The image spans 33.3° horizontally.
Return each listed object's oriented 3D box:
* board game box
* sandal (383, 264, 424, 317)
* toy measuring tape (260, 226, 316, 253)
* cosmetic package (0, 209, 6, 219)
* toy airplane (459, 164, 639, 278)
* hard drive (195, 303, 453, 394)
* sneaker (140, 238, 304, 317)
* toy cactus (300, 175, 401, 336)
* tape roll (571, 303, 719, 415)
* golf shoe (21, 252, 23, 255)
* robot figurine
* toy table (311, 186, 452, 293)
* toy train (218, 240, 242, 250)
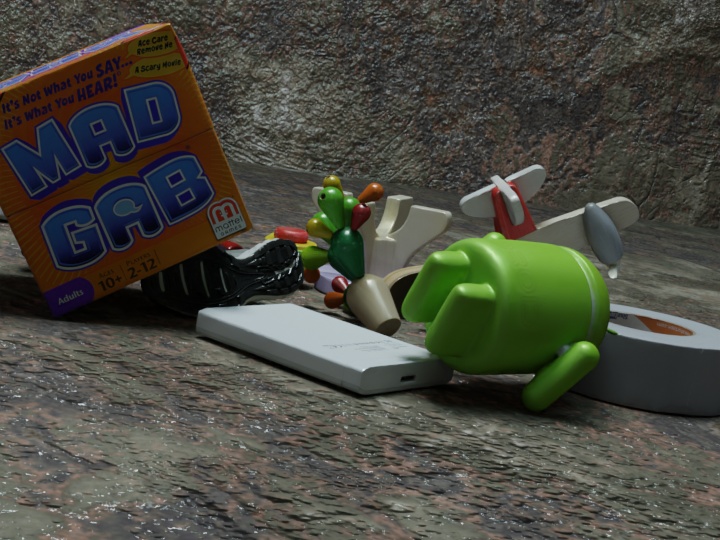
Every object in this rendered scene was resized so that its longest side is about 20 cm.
[{"bbox_3d":[-0.245,-0.104,1.149,0.199,0.201,0.200,-24,16,-11],"label":"board game box"},{"bbox_3d":[0.094,0.012,1.422,0.210,0.078,0.069,-3,20,-37],"label":"sandal"},{"bbox_3d":[-0.081,-0.022,1.489,0.073,0.074,0.200,10,9,5],"label":"toy measuring tape"},{"bbox_3d":[-0.533,-0.165,1.602,0.198,0.168,0.167,5,10,-24],"label":"cosmetic package"},{"bbox_3d":[0.185,-0.010,1.305,0.198,0.201,0.142,12,35,-31],"label":"toy airplane"},{"bbox_3d":[-0.033,0.067,1.080,0.199,0.027,0.131,17,11,38],"label":"hard drive"},{"bbox_3d":[-0.146,0.013,1.226,0.079,0.075,0.199,-15,-6,39],"label":"sneaker"},{"bbox_3d":[0.000,0.000,1.260,0.102,0.201,0.166,-18,54,-18],"label":"toy cactus"},{"bbox_3d":[0.272,0.082,1.188,0.199,0.067,0.200,10,9,-2],"label":"tape roll"},{"bbox_3d":[-0.299,-0.095,1.271,0.092,0.202,0.072,4,15,-43],"label":"golf shoe"},{"bbox_3d":[0.136,0.032,1.054,0.199,0.116,0.176,2,36,-37],"label":"robot figurine"},{"bbox_3d":[0.018,-0.032,1.504,0.182,0.118,0.200,11,9,9],"label":"toy table"},{"bbox_3d":[-0.158,-0.014,1.416,0.199,0.046,0.034,17,11,41],"label":"toy train"}]
